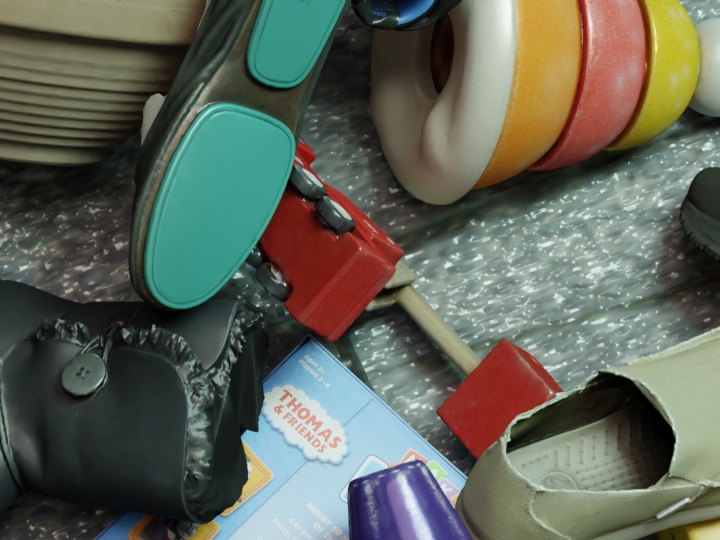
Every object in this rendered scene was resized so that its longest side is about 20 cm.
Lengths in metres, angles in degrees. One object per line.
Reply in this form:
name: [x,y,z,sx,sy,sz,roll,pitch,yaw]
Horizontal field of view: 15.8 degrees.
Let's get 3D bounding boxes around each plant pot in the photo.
plant pot: [-0.160,-0.103,1.211,0.199,0.201,0.093,9,100,0]

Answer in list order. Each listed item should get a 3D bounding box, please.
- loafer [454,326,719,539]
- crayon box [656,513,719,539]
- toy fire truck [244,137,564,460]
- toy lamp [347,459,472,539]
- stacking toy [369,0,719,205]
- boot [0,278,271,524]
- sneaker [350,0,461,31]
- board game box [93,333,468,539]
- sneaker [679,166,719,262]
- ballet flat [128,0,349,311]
loafer: [0.136,0.072,1.132,0.199,0.068,0.076,-26,65,-16]
crayon box: [0.209,0.129,1.177,0.126,0.051,0.201,-18,67,-13]
toy fire truck: [0.000,0.000,1.194,0.049,0.141,0.200,-48,51,9]
toy lamp: [0.040,0.181,1.103,0.058,0.058,0.201,-16,83,-12]
stacking toy: [0.115,-0.101,1.254,0.199,0.146,0.147,3,63,-21]
boot: [-0.141,0.087,1.127,0.167,0.077,0.201,8,55,25]
sneaker: [-0.015,-0.152,1.183,0.199,0.073,0.112,-19,52,34]
board game box: [-0.038,0.147,1.155,0.151,0.037,0.200,41,69,14]
sneaker: [0.224,-0.022,1.189,0.076,0.200,0.091,19,97,-33]
ballet flat: [-0.054,-0.079,1.133,0.068,0.068,0.201,24,93,-35]
